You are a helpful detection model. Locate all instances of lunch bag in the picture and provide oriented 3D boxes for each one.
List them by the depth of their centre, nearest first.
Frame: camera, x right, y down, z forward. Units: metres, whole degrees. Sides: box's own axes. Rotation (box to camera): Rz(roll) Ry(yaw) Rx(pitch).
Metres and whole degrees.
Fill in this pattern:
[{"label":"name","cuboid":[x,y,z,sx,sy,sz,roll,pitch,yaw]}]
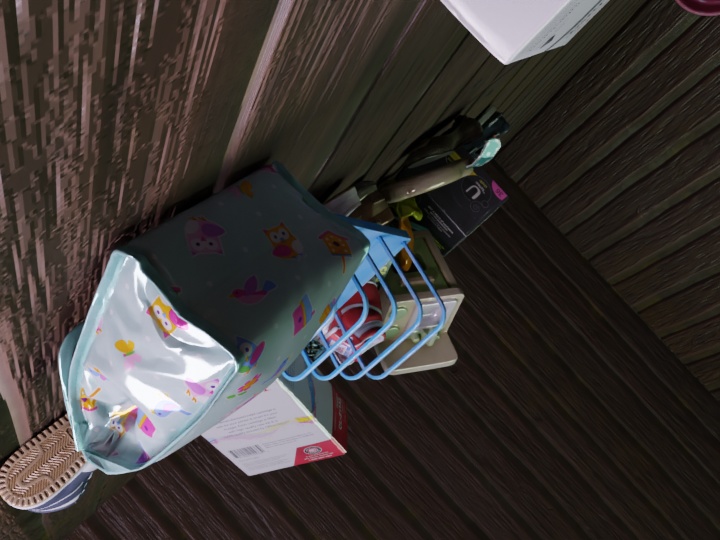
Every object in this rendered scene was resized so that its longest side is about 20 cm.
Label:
[{"label":"lunch bag","cuboid":[-0.109,0.043,0.552,0.170,0.122,0.200,-41,172,-49]}]

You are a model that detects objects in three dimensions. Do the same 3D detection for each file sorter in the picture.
[{"label":"file sorter","cuboid":[-0.027,0.035,0.810,0.139,0.123,0.200,-43,151,26]}]

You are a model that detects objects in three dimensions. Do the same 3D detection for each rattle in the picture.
[{"label":"rattle","cuboid":[0.136,-0.105,1.180,0.199,0.143,0.130,-19,170,-13]}]

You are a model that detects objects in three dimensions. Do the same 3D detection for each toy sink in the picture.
[{"label":"toy sink","cuboid":[0.076,0.044,1.238,0.130,0.200,0.112,-6,142,-22]}]

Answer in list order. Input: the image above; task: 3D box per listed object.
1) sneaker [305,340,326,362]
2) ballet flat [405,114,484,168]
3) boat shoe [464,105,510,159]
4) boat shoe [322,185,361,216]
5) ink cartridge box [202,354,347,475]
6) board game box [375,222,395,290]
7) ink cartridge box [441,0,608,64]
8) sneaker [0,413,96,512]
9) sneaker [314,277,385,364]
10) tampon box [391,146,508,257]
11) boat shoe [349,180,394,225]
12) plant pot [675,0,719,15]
[{"label":"sneaker","cuboid":[-0.077,0.121,1.172,0.200,0.078,0.090,-39,-146,14]},{"label":"ballet flat","cuboid":[0.122,-0.194,1.163,0.067,0.047,0.200,-16,-169,41]},{"label":"boat shoe","cuboid":[0.232,-0.253,1.576,0.075,0.062,0.200,-43,179,-34]},{"label":"boat shoe","cuboid":[-0.062,-0.012,0.909,0.200,0.069,0.071,-44,178,19]},{"label":"ink cartridge box","cuboid":[-0.121,0.160,0.966,0.145,0.200,0.083,-16,-134,17]},{"label":"board game box","cuboid":[0.000,0.000,1.205,0.023,0.105,0.200,1,129,-32]},{"label":"ink cartridge box","cuboid":[0.130,-0.207,0.461,0.145,0.083,0.200,-44,177,29]},{"label":"sneaker","cuboid":[-0.263,0.170,0.795,0.200,0.070,0.109,-34,169,-27]},{"label":"sneaker","cuboid":[-0.064,0.068,0.978,0.199,0.113,0.071,-10,156,-14]},{"label":"tampon box","cuboid":[0.125,-0.106,1.356,0.126,0.150,0.200,-41,177,-30]},{"label":"boat shoe","cuboid":[-0.039,-0.026,1.011,0.200,0.072,0.076,-44,177,19]},{"label":"plant pot","cuboid":[0.846,-0.736,1.865,0.200,0.200,0.179,-46,-168,54]}]
